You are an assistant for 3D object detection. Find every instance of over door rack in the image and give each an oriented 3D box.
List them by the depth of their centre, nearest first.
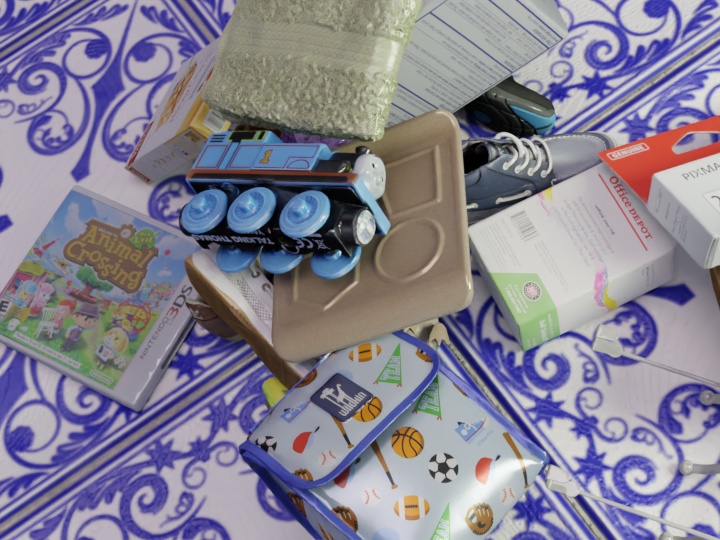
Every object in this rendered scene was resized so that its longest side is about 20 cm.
[{"bbox_3d":[0.263,0.152,1.148,0.199,0.067,0.148,23,68,-1],"label":"over door rack"}]

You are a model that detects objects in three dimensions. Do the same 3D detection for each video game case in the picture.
[{"bbox_3d":[-0.256,0.023,1.354,0.199,0.022,0.182,23,70,21],"label":"video game case"}]

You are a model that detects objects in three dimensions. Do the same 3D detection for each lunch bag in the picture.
[{"bbox_3d":[0.024,0.155,1.102,0.200,0.124,0.170,42,68,11],"label":"lunch bag"}]

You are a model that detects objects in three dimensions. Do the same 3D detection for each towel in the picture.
[{"bbox_3d":[-0.046,-0.189,1.169,0.199,0.036,0.149,16,89,35],"label":"towel"}]

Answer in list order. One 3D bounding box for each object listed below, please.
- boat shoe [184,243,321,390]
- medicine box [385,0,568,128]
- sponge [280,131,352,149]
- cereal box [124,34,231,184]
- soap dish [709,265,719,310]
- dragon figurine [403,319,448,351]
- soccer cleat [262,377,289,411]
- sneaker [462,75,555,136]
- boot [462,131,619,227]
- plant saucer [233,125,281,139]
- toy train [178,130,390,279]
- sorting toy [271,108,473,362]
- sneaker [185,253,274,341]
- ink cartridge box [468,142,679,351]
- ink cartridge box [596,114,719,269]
[{"bbox_3d":[-0.071,0.043,1.199,0.069,0.071,0.200,-38,75,-19],"label":"boat shoe"},{"bbox_3d":[0.058,-0.230,1.244,0.200,0.182,0.103,-31,65,23],"label":"medicine box"},{"bbox_3d":[-0.022,-0.128,1.312,0.111,0.030,0.201,-2,57,-30],"label":"sponge"},{"bbox_3d":[-0.160,-0.170,1.349,0.039,0.200,0.144,34,68,-21],"label":"cereal box"},{"bbox_3d":[0.384,0.043,1.143,0.157,0.081,0.200,-1,42,-1],"label":"soap dish"},{"bbox_3d":[0.051,0.048,1.247,0.059,0.100,0.201,16,56,-8],"label":"dragon figurine"},{"bbox_3d":[-0.006,0.157,1.212,0.084,0.065,0.200,-44,68,-11],"label":"soccer cleat"},{"bbox_3d":[0.116,-0.203,1.363,0.200,0.073,0.082,29,73,23],"label":"sneaker"},{"bbox_3d":[0.155,-0.099,1.293,0.199,0.090,0.073,-22,61,0],"label":"boot"},{"bbox_3d":[-0.039,-0.108,1.371,0.199,0.032,0.201,-4,62,8],"label":"plant saucer"},{"bbox_3d":[-0.065,-0.060,1.150,0.199,0.087,0.115,3,56,34],"label":"toy train"},{"bbox_3d":[0.009,-0.028,1.161,0.184,0.036,0.201,-19,52,22],"label":"sorting toy"},{"bbox_3d":[-0.102,-0.034,1.281,0.070,0.075,0.201,11,76,38],"label":"sneaker"},{"bbox_3d":[0.213,-0.024,1.256,0.199,0.067,0.117,-25,60,-1],"label":"ink cartridge box"},{"bbox_3d":[0.341,-0.095,1.201,0.199,0.044,0.174,-18,47,-19],"label":"ink cartridge box"}]
